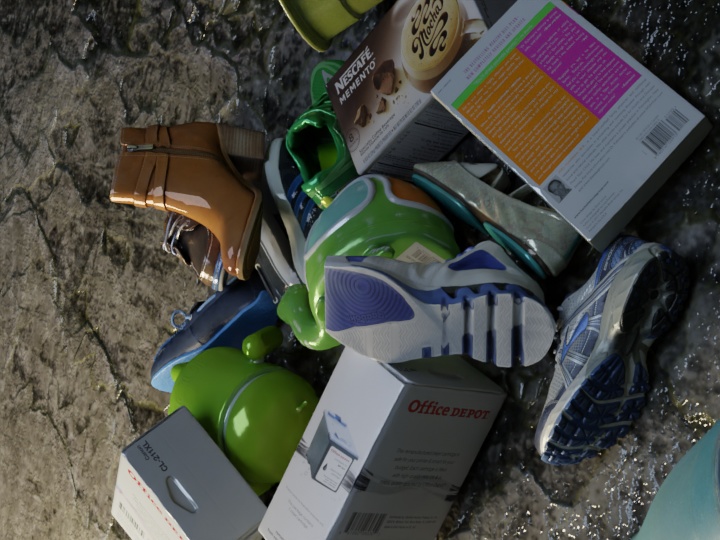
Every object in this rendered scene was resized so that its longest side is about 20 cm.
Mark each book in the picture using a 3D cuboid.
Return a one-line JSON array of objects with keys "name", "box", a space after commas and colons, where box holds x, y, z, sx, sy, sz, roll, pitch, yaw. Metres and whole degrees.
[{"name": "book", "box": [0.170, -0.130, 1.238, 0.134, 0.048, 0.200, -47, 59, 7]}]

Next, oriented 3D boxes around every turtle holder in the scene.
[{"name": "turtle holder", "box": [0.011, -0.002, 1.397, 0.133, 0.139, 0.187, -105, 27, -42]}]

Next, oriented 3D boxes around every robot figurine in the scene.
[{"name": "robot figurine", "box": [-0.117, 0.146, 1.547, 0.199, 0.115, 0.178, 17, 104, 50]}]

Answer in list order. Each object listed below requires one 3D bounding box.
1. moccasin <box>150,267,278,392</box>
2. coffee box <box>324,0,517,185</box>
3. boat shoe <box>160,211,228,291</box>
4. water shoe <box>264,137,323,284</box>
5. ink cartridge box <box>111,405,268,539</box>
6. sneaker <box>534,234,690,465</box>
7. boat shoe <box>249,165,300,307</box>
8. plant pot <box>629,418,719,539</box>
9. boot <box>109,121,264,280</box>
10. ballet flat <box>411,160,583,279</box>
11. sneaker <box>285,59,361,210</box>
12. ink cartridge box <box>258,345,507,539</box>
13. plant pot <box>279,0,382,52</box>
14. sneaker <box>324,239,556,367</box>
[{"name": "moccasin", "box": [-0.155, 0.064, 1.648, 0.199, 0.080, 0.069, -35, 52, 29]}, {"name": "coffee box", "box": [0.065, -0.185, 1.398, 0.200, 0.079, 0.114, -44, 53, 36]}, {"name": "boat shoe", "box": [-0.176, -0.035, 1.623, 0.200, 0.071, 0.073, -118, 43, -68]}, {"name": "water shoe", "box": [-0.037, -0.059, 1.533, 0.078, 0.071, 0.202, -27, 59, 14]}, {"name": "ink cartridge box", "box": [-0.173, 0.245, 1.530, 0.146, 0.082, 0.200, 49, 154, 12]}, {"name": "sneaker", "box": [0.193, 0.062, 1.227, 0.202, 0.076, 0.085, -64, 33, 12]}, {"name": "boat shoe", "box": [-0.100, -0.042, 1.593, 0.057, 0.068, 0.201, -52, 51, 33]}, {"name": "plant pot", "box": [0.273, 0.200, 1.019, 0.188, 0.198, 0.202, -54, 46, 52]}, {"name": "boot", "box": [-0.174, -0.070, 1.518, 0.202, 0.152, 0.074, -93, 8, -46]}, {"name": "ballet flat", "box": [0.124, -0.058, 1.338, 0.062, 0.067, 0.200, -48, 48, -4]}, {"name": "sneaker", "box": [-0.028, -0.141, 1.486, 0.074, 0.083, 0.202, -34, 42, 30]}, {"name": "ink cartridge box", "box": [0.021, 0.169, 1.334, 0.086, 0.145, 0.202, 36, 107, 40]}, {"name": "plant pot", "box": [0.011, -0.332, 1.394, 0.188, 0.200, 0.202, -21, 65, 15]}, {"name": "sneaker", "box": [0.070, 0.024, 1.282, 0.196, 0.115, 0.082, 8, 112, 10]}]
